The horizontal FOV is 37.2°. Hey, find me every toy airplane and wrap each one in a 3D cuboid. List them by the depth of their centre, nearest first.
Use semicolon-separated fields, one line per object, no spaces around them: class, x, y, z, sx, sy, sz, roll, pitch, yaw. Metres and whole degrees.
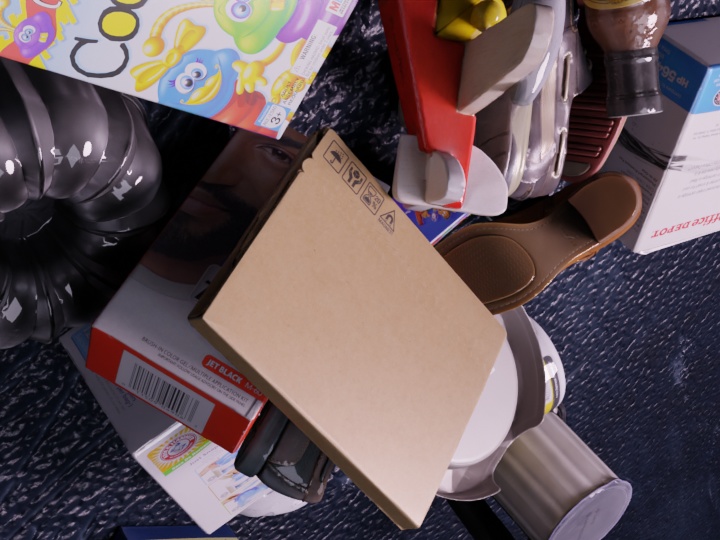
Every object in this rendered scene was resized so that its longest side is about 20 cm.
toy airplane;0.071;-0.132;0.698;0.141;0.200;0.200;-14;136;-15

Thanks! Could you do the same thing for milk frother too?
milk frother;0.207;0.212;1.161;0.200;0.188;0.181;-16;136;-30

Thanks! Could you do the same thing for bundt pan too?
bundt pan;-0.203;-0.032;0.652;0.201;0.076;0.202;-24;138;-24

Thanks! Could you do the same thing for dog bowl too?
dog bowl;0.070;0.095;0.916;0.200;0.059;0.201;8;77;-37

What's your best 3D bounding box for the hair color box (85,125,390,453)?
hair color box;-0.075;0.001;0.689;0.200;0.111;0.064;-60;-179;-35

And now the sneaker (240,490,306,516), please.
sneaker;-0.062;0.146;0.954;0.200;0.075;0.115;-35;144;-3

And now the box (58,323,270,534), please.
box;-0.123;0.099;0.793;0.101;0.113;0.200;-34;154;-11

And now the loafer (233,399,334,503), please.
loafer;-0.010;0.061;0.721;0.200;0.063;0.072;-59;-175;-19

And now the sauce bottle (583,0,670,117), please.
sauce bottle;0.190;-0.211;0.764;0.065;0.065;0.201;-13;99;-33

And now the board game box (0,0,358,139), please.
board game box;-0.117;-0.159;0.583;0.200;0.103;0.105;10;118;-47

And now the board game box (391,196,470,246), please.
board game box;0.000;0.000;0.836;0.200;0.045;0.134;-40;176;-3

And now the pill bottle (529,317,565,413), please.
pill bottle;0.091;0.125;1.035;0.200;0.112;0.112;-25;139;-21

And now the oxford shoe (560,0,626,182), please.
oxford shoe;0.198;-0.163;0.845;0.075;0.070;0.201;14;92;-60

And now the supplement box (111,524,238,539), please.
supplement box;-0.169;0.373;0.968;0.134;0.200;0.200;13;116;-48

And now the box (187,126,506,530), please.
box;0.003;0.036;0.667;0.200;0.021;0.164;48;52;-24

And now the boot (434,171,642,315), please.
boot;0.143;-0.023;0.903;0.200;0.077;0.155;-34;175;11

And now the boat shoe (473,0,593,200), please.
boat shoe;0.129;-0.149;0.797;0.073;0.074;0.201;8;96;-30

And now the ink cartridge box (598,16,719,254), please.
ink cartridge box;0.313;-0.129;1.012;0.146;0.084;0.200;-14;135;-32

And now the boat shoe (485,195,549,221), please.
boat shoe;0.135;-0.090;0.911;0.075;0.062;0.200;-36;144;-11
